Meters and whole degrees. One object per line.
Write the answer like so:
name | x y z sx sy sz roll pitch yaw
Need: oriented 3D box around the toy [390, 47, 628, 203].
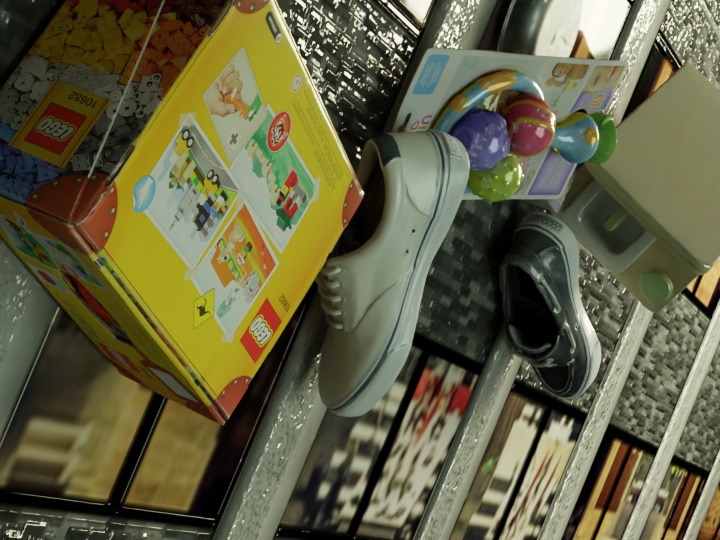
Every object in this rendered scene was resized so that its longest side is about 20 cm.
toy | 0.101 -0.083 1.018 0.199 0.047 0.116 -7 131 -44

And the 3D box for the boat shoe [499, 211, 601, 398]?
boat shoe | 0.149 0.046 1.266 0.068 0.071 0.201 -53 147 -32

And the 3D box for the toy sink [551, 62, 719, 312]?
toy sink | 0.245 -0.058 1.272 0.200 0.130 0.112 -41 173 -46

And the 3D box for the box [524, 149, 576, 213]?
box | 0.111 -0.096 1.121 0.039 0.041 0.200 -64 153 -7

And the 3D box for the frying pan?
frying pan | 0.131 -0.202 1.097 0.115 0.031 0.191 -47 149 -39

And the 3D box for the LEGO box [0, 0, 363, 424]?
LEGO box | -0.087 -0.041 0.744 0.150 0.077 0.200 -58 152 -19

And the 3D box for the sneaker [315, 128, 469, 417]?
sneaker | 0.000 0.000 0.968 0.070 0.073 0.202 6 115 -29
